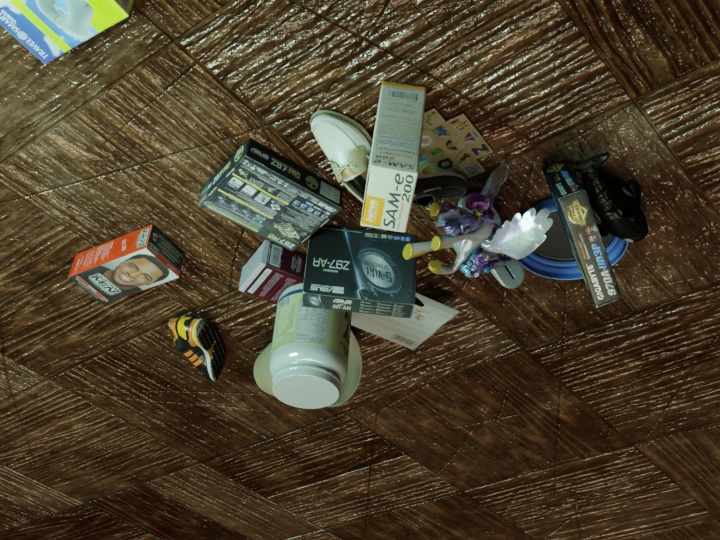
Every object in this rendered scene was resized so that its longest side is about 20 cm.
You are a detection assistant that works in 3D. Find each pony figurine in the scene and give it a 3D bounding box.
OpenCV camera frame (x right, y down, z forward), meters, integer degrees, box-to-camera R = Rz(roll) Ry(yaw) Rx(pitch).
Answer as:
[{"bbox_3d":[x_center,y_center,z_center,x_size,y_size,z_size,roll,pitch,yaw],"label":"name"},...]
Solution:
[{"bbox_3d":[0.194,-0.067,1.581,0.199,0.167,0.193,0,138,-33],"label":"pony figurine"}]

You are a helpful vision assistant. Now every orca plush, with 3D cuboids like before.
[{"bbox_3d":[0.433,-0.110,1.582,0.105,0.071,0.200,-35,124,-10],"label":"orca plush"}]

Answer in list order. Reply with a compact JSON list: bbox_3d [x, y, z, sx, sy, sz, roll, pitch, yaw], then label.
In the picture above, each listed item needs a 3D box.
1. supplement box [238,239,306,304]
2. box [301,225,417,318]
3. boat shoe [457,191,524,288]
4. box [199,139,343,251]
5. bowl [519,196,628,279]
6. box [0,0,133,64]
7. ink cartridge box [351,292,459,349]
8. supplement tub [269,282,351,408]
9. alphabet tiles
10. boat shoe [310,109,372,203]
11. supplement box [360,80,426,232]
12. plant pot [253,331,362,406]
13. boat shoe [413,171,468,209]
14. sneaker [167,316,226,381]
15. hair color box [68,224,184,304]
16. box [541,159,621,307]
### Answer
[{"bbox_3d":[-0.120,0.024,1.856,0.199,0.061,0.109,23,139,-21],"label":"supplement box"},{"bbox_3d":[0.000,0.000,1.731,0.199,0.161,0.044,7,142,-1],"label":"box"},{"bbox_3d":[0.220,-0.055,1.706,0.073,0.067,0.200,-29,112,-3],"label":"boat shoe"},{"bbox_3d":[-0.155,-0.126,1.678,0.200,0.049,0.161,26,136,-25],"label":"box"},{"bbox_3d":[0.371,-0.059,1.712,0.200,0.039,0.201,3,142,2],"label":"bowl"},{"bbox_3d":[-0.441,-0.380,1.385,0.199,0.048,0.122,-20,135,27],"label":"box"},{"bbox_3d":[0.069,0.072,1.912,0.199,0.044,0.174,23,138,-21],"label":"ink cartridge box"},{"bbox_3d":[-0.092,0.139,1.788,0.144,0.201,0.145,3,144,2],"label":"supplement tub"},{"bbox_3d":[0.110,-0.191,1.598,0.200,0.006,0.166,-21,136,29],"label":"alphabet tiles"},{"bbox_3d":[-0.010,-0.177,1.571,0.075,0.069,0.200,-22,128,38],"label":"boat shoe"},{"bbox_3d":[0.052,-0.174,1.461,0.073,0.200,0.126,9,139,0],"label":"supplement box"},{"bbox_3d":[-0.131,0.200,2.010,0.187,0.188,0.200,33,149,-31],"label":"plant pot"},{"bbox_3d":[0.101,-0.120,1.584,0.199,0.063,0.073,-4,158,-37],"label":"boat shoe"},{"bbox_3d":[-0.352,0.163,2.066,0.090,0.070,0.200,11,144,17],"label":"sneaker"},{"bbox_3d":[-0.449,-0.009,1.850,0.199,0.061,0.102,-19,135,27],"label":"hair color box"},{"bbox_3d":[0.356,-0.063,1.554,0.046,0.159,0.200,-21,112,10],"label":"box"}]
